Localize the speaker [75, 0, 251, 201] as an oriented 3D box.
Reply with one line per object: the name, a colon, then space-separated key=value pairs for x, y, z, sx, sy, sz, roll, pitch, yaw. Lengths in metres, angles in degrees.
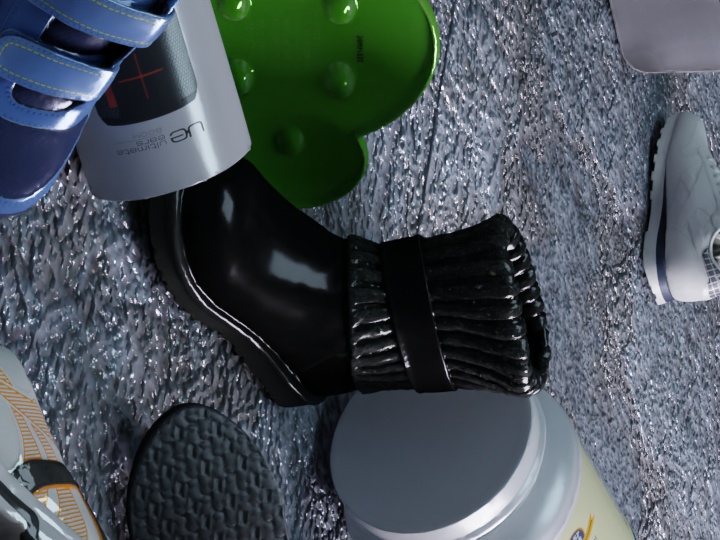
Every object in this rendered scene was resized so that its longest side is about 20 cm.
speaker: x=-0.112 y=-0.135 z=0.864 sx=0.081 sy=0.081 sz=0.201 roll=-51 pitch=131 yaw=-56

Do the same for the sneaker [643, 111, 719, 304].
sneaker: x=0.308 y=-0.058 z=1.763 sx=0.076 sy=0.080 sz=0.201 roll=49 pitch=41 yaw=-49

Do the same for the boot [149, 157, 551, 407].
boot: x=0.001 y=-0.002 z=0.988 sx=0.211 sy=0.157 sz=0.080 roll=51 pitch=41 yaw=-51

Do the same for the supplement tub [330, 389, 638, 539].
supplement tub: x=0.076 y=0.149 z=1.141 sx=0.200 sy=0.144 sz=0.146 roll=56 pitch=37 yaw=-46

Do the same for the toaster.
toaster: x=0.291 y=-0.292 z=1.722 sx=0.181 sy=0.118 sz=0.201 roll=-60 pitch=139 yaw=-52

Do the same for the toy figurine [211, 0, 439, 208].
toy figurine: x=-0.033 y=-0.165 z=1.013 sx=0.201 sy=0.149 sz=0.185 roll=89 pitch=3 yaw=-53

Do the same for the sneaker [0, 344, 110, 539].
sneaker: x=-0.141 y=0.077 z=0.768 sx=0.200 sy=0.073 sz=0.080 roll=60 pitch=33 yaw=-44

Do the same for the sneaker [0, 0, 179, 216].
sneaker: x=-0.117 y=-0.111 z=0.775 sx=0.074 sy=0.082 sz=0.201 roll=10 pitch=107 yaw=-40

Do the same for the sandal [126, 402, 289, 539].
sandal: x=-0.062 y=0.153 z=0.945 sx=0.075 sy=0.048 sz=0.202 roll=-29 pitch=112 yaw=-15
